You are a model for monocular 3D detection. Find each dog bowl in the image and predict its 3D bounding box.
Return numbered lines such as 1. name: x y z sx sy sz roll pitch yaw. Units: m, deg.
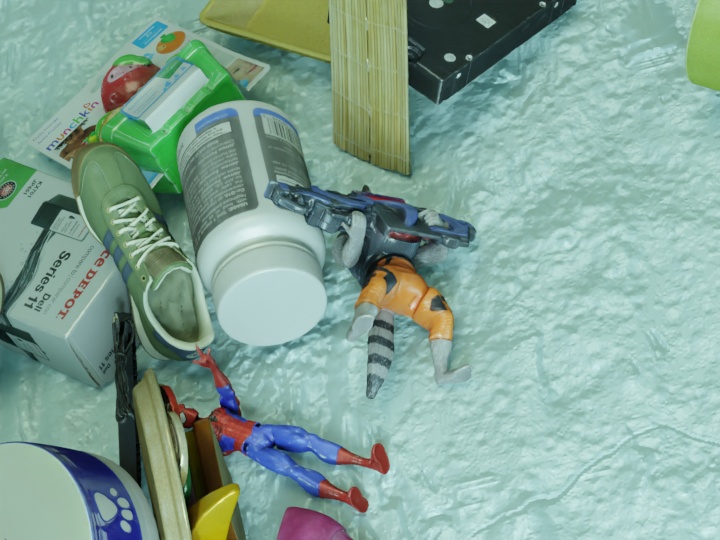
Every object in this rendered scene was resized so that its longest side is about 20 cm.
1. dog bowl: -0.254 0.236 1.669 0.199 0.079 0.202 -11 72 35

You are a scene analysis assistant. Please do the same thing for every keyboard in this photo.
1. keyboard: -0.191 0.118 1.762 0.020 0.128 0.201 -5 51 -5

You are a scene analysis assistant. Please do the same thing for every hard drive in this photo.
1. hard drive: 0.085 -0.241 1.923 0.139 0.038 0.200 38 56 21

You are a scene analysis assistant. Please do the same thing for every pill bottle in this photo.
1. pill bottle: -0.092 -0.041 1.848 0.113 0.114 0.201 -20 48 7

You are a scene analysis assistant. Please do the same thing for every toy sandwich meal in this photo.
1. toy sandwich meal: -0.125 0.168 1.645 0.070 0.206 0.206 -11 48 -9

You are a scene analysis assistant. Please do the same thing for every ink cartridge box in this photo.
1. ink cartridge box: -0.275 0.000 1.914 0.199 0.083 0.147 19 64 33

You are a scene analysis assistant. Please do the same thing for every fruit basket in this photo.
1. fruit basket: -0.203 -0.158 2.003 0.185 0.094 0.199 -45 47 -14

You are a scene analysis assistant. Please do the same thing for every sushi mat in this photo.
1. sushi mat: 0.008 -0.183 1.872 0.095 0.202 0.012 25 42 35

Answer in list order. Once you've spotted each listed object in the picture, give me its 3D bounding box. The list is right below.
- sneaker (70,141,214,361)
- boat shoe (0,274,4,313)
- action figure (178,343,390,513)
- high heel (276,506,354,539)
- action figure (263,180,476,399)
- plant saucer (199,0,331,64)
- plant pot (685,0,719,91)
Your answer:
1. sneaker: -0.174 -0.015 1.801 0.067 0.202 0.090 -27 15 -24
2. boat shoe: -0.384 0.069 1.856 0.072 0.076 0.200 49 114 26
3. action figure: -0.082 0.126 1.728 0.199 0.099 0.066 13 58 33
4. high heel: -0.074 0.266 1.625 0.095 0.068 0.200 27 64 28
5. action figure: 0.000 0.000 1.772 0.105 0.198 0.194 -59 27 34
6. plant saucer: -0.022 -0.274 2.045 0.199 0.049 0.201 20 64 33
7. plant pot: 0.395 -0.200 1.742 0.199 0.188 0.188 27 66 20
